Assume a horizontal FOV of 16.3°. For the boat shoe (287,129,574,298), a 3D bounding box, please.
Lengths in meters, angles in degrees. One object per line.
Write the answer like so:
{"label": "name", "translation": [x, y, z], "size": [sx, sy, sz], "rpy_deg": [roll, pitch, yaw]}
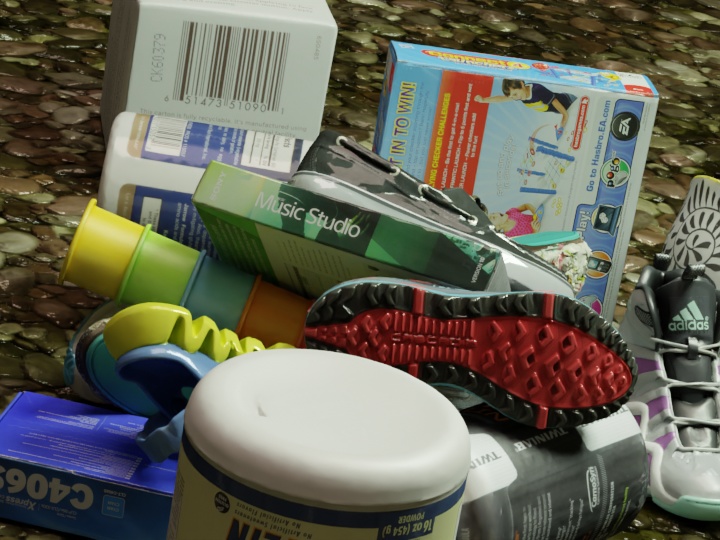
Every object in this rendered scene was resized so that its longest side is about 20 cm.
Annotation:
{"label": "boat shoe", "translation": [0.050, -0.029, 1.602], "size": [0.199, 0.057, 0.069], "rpy_deg": [24, -19, -4]}

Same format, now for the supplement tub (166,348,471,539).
{"label": "supplement tub", "translation": [-0.029, 0.156, 1.266], "size": [0.144, 0.201, 0.145], "rpy_deg": [8, 21, -3]}

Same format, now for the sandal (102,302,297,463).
{"label": "sandal", "translation": [-0.065, 0.085, 1.498], "size": [0.199, 0.088, 0.079], "rpy_deg": [14, -27, -27]}

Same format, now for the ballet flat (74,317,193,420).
{"label": "ballet flat", "translation": [-0.099, 0.068, 1.581], "size": [0.199, 0.068, 0.075], "rpy_deg": [24, 19, -28]}

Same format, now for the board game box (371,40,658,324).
{"label": "board game box", "translation": [0.103, -0.056, 1.848], "size": [0.195, 0.201, 0.056], "rpy_deg": [8, 21, -7]}

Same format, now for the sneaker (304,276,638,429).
{"label": "sneaker", "translation": [0.067, 0.036, 1.489], "size": [0.199, 0.080, 0.096], "rpy_deg": [13, 10, -3]}

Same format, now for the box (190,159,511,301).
{"label": "box", "translation": [0.000, 0.000, 1.597], "size": [0.199, 0.036, 0.144], "rpy_deg": [17, -20, 15]}

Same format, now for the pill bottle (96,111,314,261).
{"label": "pill bottle", "translation": [-0.080, -0.041, 1.740], "size": [0.199, 0.112, 0.111], "rpy_deg": [9, 22, -1]}

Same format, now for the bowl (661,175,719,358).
{"label": "bowl", "translation": [0.275, 0.037, 1.789], "size": [0.201, 0.094, 0.201], "rpy_deg": [46, -5, 6]}

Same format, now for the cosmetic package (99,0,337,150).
{"label": "cosmetic package", "translation": [-0.123, -0.166, 2.072], "size": [0.164, 0.166, 0.200], "rpy_deg": [6, 22, -11]}

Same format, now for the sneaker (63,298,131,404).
{"label": "sneaker", "translation": [-0.099, 0.056, 1.656], "size": [0.199, 0.077, 0.081], "rpy_deg": [-6, 27, -29]}

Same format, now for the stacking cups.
{"label": "stacking cups", "translation": [-0.093, 0.019, 1.618], "size": [0.199, 0.061, 0.061], "rpy_deg": [23, 21, -5]}

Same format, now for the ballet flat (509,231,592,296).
{"label": "ballet flat", "translation": [0.090, 0.010, 1.707], "size": [0.075, 0.064, 0.199], "rpy_deg": [6, 8, 44]}

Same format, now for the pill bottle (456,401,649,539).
{"label": "pill bottle", "translation": [0.075, 0.133, 1.495], "size": [0.106, 0.107, 0.200], "rpy_deg": [26, 27, 36]}

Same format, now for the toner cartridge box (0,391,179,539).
{"label": "toner cartridge box", "translation": [-0.126, 0.129, 1.507], "size": [0.199, 0.043, 0.095], "rpy_deg": [12, 22, 7]}

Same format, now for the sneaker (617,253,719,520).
{"label": "sneaker", "translation": [0.214, 0.062, 1.665], "size": [0.077, 0.140, 0.200], "rpy_deg": [1, 32, -17]}

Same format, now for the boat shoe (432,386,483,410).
{"label": "boat shoe", "translation": [0.103, 0.078, 1.697], "size": [0.074, 0.065, 0.202], "rpy_deg": [23, 25, 31]}
